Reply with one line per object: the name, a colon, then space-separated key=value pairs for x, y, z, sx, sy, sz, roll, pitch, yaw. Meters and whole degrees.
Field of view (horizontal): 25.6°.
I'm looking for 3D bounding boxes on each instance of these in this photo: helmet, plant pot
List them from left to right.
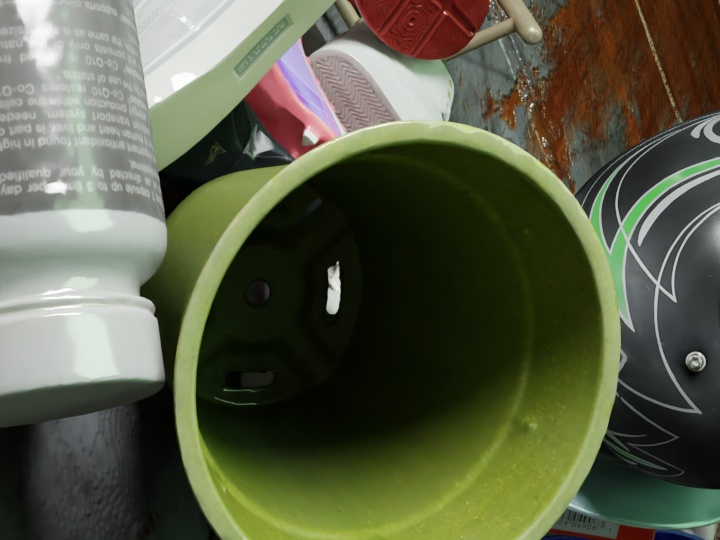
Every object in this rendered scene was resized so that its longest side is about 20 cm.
plant pot: x=-0.017 y=0.024 z=0.716 sx=0.190 sy=0.199 sz=0.201 roll=24 pitch=-37 yaw=64
helmet: x=0.195 y=0.020 z=0.893 sx=0.200 sy=0.190 sz=0.200 roll=48 pitch=-5 yaw=5

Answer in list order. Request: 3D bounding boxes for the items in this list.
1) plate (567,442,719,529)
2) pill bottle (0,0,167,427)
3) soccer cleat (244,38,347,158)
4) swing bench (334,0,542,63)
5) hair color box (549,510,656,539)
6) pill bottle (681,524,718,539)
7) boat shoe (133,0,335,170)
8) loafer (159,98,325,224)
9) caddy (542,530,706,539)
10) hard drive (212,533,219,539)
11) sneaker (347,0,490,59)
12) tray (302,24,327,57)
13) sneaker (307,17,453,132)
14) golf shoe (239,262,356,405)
plate: x=0.154 y=0.088 z=0.981 sx=0.200 sy=0.198 sz=0.026 roll=-50 pitch=156 yaw=-60
pill bottle: x=-0.137 y=-0.045 z=0.623 sx=0.113 sy=0.113 sz=0.202 roll=12 pitch=65 yaw=-62
soccer cleat: x=-0.042 y=-0.098 z=0.907 sx=0.201 sy=0.066 sz=0.077 roll=55 pitch=38 yaw=-29
swing bench: x=0.032 y=-0.264 z=1.086 sx=0.200 sy=0.129 sz=0.201 roll=56 pitch=26 yaw=-33
hair color box: x=0.138 y=0.092 z=1.060 sx=0.201 sy=0.110 sz=0.065 roll=-85 pitch=-175 yaw=-63
pill bottle: x=0.241 y=0.161 z=1.286 sx=0.121 sy=0.119 sz=0.200 roll=69 pitch=26 yaw=-12
boat shoe: x=-0.083 y=-0.113 z=0.737 sx=0.069 sy=0.200 sz=0.072 roll=45 pitch=1 yaw=14
loafer: x=-0.089 y=-0.075 z=0.815 sx=0.201 sy=0.073 sz=0.072 roll=54 pitch=-7 yaw=-26
caddy: x=0.156 y=0.238 z=0.993 sx=0.105 sy=0.198 sz=0.143 roll=69 pitch=18 yaw=-53
hard drive: x=0.020 y=0.085 z=0.835 sx=0.043 sy=0.134 sz=0.200 roll=63 pitch=36 yaw=-18
sneaker: x=-0.011 y=-0.205 z=0.948 sx=0.199 sy=0.079 sz=0.116 roll=28 pitch=17 yaw=-45
tray: x=-0.009 y=-0.078 z=1.014 sx=0.201 sy=0.022 sz=0.108 roll=56 pitch=32 yaw=-36
sneaker: x=0.047 y=-0.070 z=0.994 sx=0.201 sy=0.073 sz=0.116 roll=58 pitch=29 yaw=-12
golf shoe: x=0.000 y=0.000 z=0.877 sx=0.200 sy=0.075 sz=0.092 roll=-38 pitch=109 yaw=-31
